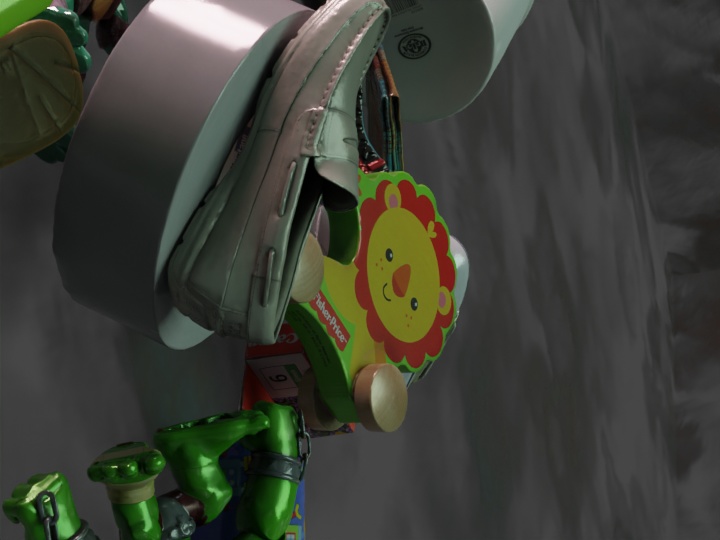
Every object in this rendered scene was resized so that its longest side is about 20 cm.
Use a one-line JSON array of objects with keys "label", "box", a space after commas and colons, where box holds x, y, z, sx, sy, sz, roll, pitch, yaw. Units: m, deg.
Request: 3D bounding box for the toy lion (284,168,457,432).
[{"label": "toy lion", "box": [0.000, 0.000, 1.022, 0.201, 0.068, 0.193, 57, 44, -34]}]

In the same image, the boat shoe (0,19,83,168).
[{"label": "boat shoe", "box": [-0.200, -0.057, 0.625, 0.200, 0.066, 0.075, -31, 113, -57]}]

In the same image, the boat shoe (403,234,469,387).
[{"label": "boat shoe", "box": [0.045, 0.034, 1.194, 0.062, 0.072, 0.201, -30, 158, -38]}]

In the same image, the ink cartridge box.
[{"label": "ink cartridge box", "box": [-0.040, 0.065, 1.083, 0.109, 0.050, 0.202, 61, 27, -47]}]

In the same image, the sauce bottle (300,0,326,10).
[{"label": "sauce bottle", "box": [-0.030, -0.267, 1.233, 0.066, 0.065, 0.202, -3, 83, -72]}]

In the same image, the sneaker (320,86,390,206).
[{"label": "sneaker", "box": [-0.033, -0.099, 1.174, 0.095, 0.079, 0.202, 155, -85, -73]}]

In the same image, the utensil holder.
[{"label": "utensil holder", "box": [0.067, -0.246, 1.364, 0.200, 0.168, 0.171, -63, 141, -57]}]

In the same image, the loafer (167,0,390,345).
[{"label": "loafer", "box": [-0.028, -0.055, 0.771, 0.201, 0.069, 0.070, -64, 167, -9]}]

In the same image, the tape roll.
[{"label": "tape roll", "box": [-0.088, -0.061, 0.820, 0.201, 0.066, 0.201, -58, 165, -26]}]

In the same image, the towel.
[{"label": "towel", "box": [0.019, -0.086, 1.249, 0.147, 0.021, 0.202, -104, -171, -58]}]

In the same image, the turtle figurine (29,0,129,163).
[{"label": "turtle figurine", "box": [-0.135, -0.159, 0.810, 0.151, 0.100, 0.201, 85, 21, -44]}]

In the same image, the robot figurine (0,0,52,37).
[{"label": "robot figurine", "box": [-0.191, -0.165, 0.570, 0.176, 0.116, 0.200, 46, -5, 0]}]

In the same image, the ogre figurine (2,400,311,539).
[{"label": "ogre figurine", "box": [-0.096, 0.147, 0.800, 0.200, 0.097, 0.121, -21, 102, -70]}]

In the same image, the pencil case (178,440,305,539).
[{"label": "pencil case", "box": [-0.066, 0.195, 0.899, 0.086, 0.078, 0.202, 3, 79, -42]}]
